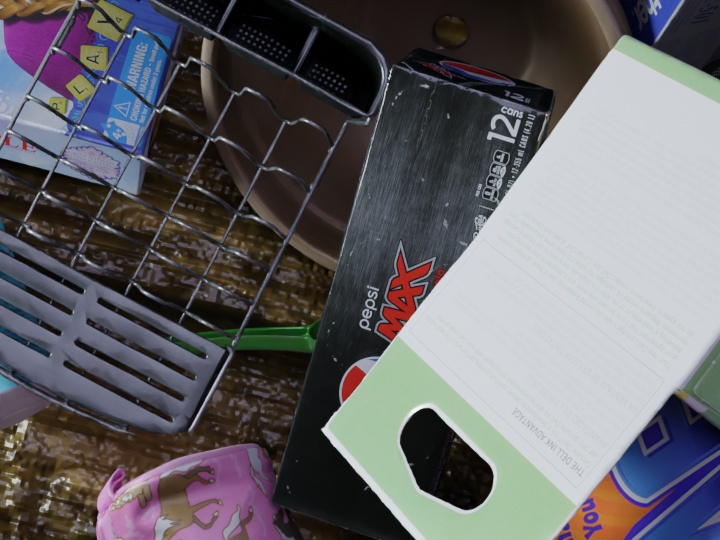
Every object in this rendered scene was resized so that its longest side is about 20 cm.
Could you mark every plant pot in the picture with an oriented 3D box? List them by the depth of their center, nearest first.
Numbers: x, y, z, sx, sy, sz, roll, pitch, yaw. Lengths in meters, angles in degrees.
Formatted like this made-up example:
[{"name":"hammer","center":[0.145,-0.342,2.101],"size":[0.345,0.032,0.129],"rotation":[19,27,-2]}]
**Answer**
[{"name":"plant pot","center":[0.033,-0.097,0.822],"size":[0.200,0.202,0.093],"rotation":[26,33,0]}]

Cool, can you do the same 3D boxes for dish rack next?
[{"name":"dish rack","center":[-0.094,-0.036,0.757],"size":[0.153,0.055,0.201],"rotation":[28,87,-1]}]

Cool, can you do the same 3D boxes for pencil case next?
[{"name":"pencil case","center":[-0.048,0.174,0.762],"size":[0.082,0.086,0.201],"rotation":[-26,77,20]}]

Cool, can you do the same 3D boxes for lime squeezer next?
[{"name":"lime squeezer","center":[0.000,0.000,0.810],"size":[0.200,0.038,0.071],"rotation":[-39,90,20]}]

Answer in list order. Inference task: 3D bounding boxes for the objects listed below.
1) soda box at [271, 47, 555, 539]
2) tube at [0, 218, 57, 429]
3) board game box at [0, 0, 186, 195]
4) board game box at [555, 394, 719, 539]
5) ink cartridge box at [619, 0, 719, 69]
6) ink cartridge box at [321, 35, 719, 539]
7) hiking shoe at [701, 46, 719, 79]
[{"name":"soda box","center":[0.023,0.012,0.754],"size":[0.070,0.063,0.201],"rotation":[18,105,6]},{"name":"tube","center":[-0.199,-0.024,0.816],"size":[0.077,0.050,0.201],"rotation":[-18,72,-21]},{"name":"board game box","center":[-0.176,-0.154,0.841],"size":[0.198,0.041,0.201],"rotation":[14,63,-4]},{"name":"board game box","center":[0.199,0.089,0.677],"size":[0.200,0.200,0.201],"rotation":[35,28,-35]},{"name":"ink cartridge box","center":[0.126,-0.133,0.811],"size":[0.044,0.200,0.095],"rotation":[-16,77,-10]},{"name":"ink cartridge box","center":[0.088,0.021,0.650],"size":[0.048,0.145,0.201],"rotation":[33,95,-34]},{"name":"hiking shoe","center":[0.177,-0.025,0.831],"size":[0.075,0.101,0.201],"rotation":[-3,72,25]}]
